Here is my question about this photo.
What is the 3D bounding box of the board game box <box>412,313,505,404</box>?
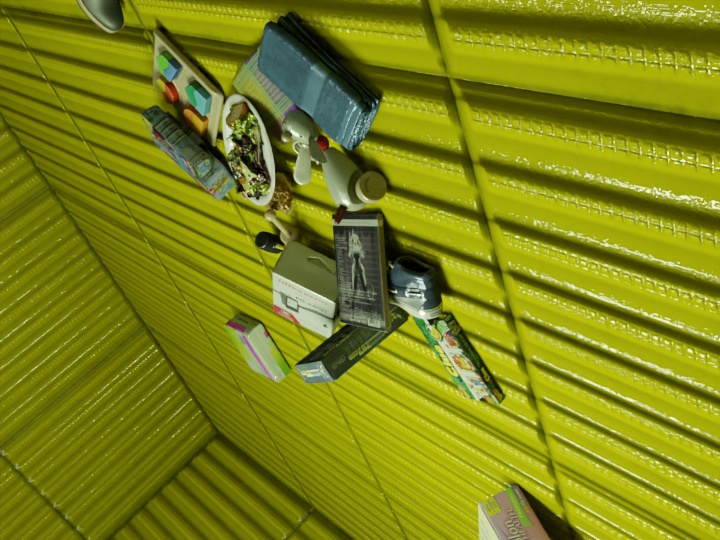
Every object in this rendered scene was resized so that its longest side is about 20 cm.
[{"bbox_3d":[0.180,0.160,1.430,0.201,0.023,0.105,56,157,-17],"label":"board game box"}]

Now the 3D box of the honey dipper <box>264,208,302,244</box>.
[{"bbox_3d":[-0.154,-0.082,1.516,0.038,0.038,0.200,41,178,14],"label":"honey dipper"}]

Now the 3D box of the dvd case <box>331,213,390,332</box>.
[{"bbox_3d":[0.000,0.000,1.376,0.148,0.016,0.202,6,103,57],"label":"dvd case"}]

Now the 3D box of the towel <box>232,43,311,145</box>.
[{"bbox_3d":[-0.139,-0.291,1.279,0.144,0.023,0.200,52,155,-8],"label":"towel"}]

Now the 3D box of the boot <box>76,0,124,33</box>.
[{"bbox_3d":[-0.466,-0.527,1.417,0.138,0.078,0.201,19,144,40],"label":"boot"}]

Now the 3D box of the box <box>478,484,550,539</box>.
[{"bbox_3d":[0.334,0.588,1.657,0.201,0.096,0.177,78,166,-50],"label":"box"}]

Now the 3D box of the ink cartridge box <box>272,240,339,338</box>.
[{"bbox_3d":[-0.103,0.043,1.602,0.144,0.084,0.200,25,155,7],"label":"ink cartridge box"}]

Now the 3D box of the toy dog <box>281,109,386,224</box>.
[{"bbox_3d":[-0.058,-0.152,1.238,0.199,0.097,0.132,36,158,8],"label":"toy dog"}]

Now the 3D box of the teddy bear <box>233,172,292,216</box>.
[{"bbox_3d":[-0.190,-0.173,1.512,0.200,0.066,0.146,5,122,64],"label":"teddy bear"}]

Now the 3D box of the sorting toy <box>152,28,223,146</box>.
[{"bbox_3d":[-0.345,-0.349,1.523,0.185,0.036,0.200,45,156,6],"label":"sorting toy"}]

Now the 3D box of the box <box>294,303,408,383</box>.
[{"bbox_3d":[-0.019,0.141,1.515,0.051,0.199,0.157,54,155,-5],"label":"box"}]

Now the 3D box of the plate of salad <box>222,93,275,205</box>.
[{"bbox_3d":[-0.209,-0.211,1.387,0.200,0.048,0.202,37,137,44],"label":"plate of salad"}]

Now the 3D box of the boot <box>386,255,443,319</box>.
[{"bbox_3d":[0.063,0.009,1.356,0.199,0.072,0.091,20,131,42],"label":"boot"}]

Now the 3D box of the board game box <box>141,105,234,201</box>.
[{"bbox_3d":[-0.351,-0.243,1.625,0.200,0.062,0.200,43,170,0],"label":"board game box"}]

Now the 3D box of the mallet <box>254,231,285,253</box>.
[{"bbox_3d":[-0.130,-0.036,1.641,0.198,0.042,0.066,20,-179,26],"label":"mallet"}]

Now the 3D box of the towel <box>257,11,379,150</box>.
[{"bbox_3d":[-0.062,-0.273,1.134,0.200,0.049,0.112,43,147,7],"label":"towel"}]

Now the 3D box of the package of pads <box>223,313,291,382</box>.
[{"bbox_3d":[-0.308,0.229,2.306,0.154,0.068,0.201,16,140,50],"label":"package of pads"}]
